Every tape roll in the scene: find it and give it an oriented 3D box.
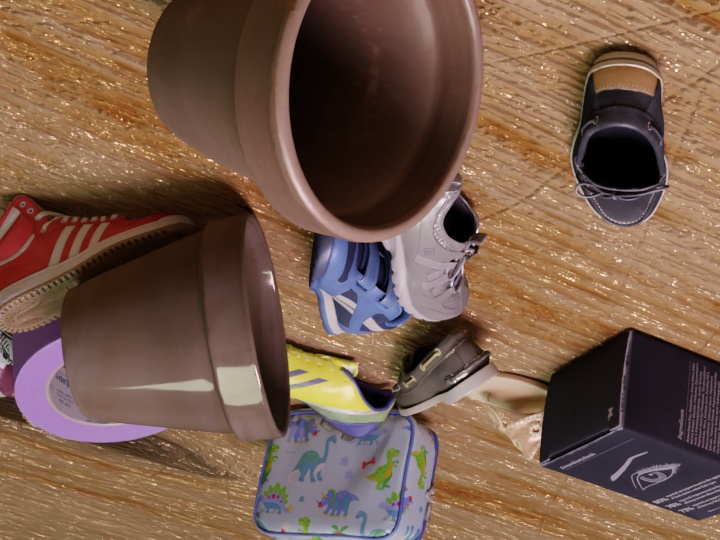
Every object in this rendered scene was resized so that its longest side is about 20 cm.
[{"bbox_3d":[-0.252,0.093,1.493,0.199,0.066,0.201,-9,141,-7],"label":"tape roll"}]

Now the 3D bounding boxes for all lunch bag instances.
[{"bbox_3d":[-0.014,0.233,1.649,0.199,0.161,0.082,-4,154,30],"label":"lunch bag"}]

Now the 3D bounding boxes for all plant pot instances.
[{"bbox_3d":[-0.044,-0.131,0.966,0.174,0.201,0.200,14,160,40],"label":"plant pot"},{"bbox_3d":[-0.163,0.060,1.287,0.173,0.201,0.200,-9,151,3],"label":"plant pot"}]

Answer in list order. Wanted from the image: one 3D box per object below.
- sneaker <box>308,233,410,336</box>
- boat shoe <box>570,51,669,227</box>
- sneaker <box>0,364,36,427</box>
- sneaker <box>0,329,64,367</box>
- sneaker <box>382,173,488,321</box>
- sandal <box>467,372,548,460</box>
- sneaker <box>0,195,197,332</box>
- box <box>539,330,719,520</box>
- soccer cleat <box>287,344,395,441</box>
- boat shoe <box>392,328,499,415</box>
[{"bbox_3d":[0.000,0.000,1.297,0.082,0.074,0.200,4,159,10],"label":"sneaker"},{"bbox_3d":[0.190,-0.080,1.078,0.074,0.062,0.200,4,153,10],"label":"boat shoe"},{"bbox_3d":[-0.357,0.123,1.676,0.090,0.075,0.200,-2,157,9],"label":"sneaker"},{"bbox_3d":[-0.401,0.059,1.561,0.115,0.075,0.200,-16,138,44],"label":"sneaker"},{"bbox_3d":[0.068,-0.016,1.228,0.082,0.075,0.200,3,151,19],"label":"sneaker"},{"bbox_3d":[0.193,0.167,1.536,0.211,0.070,0.078,17,152,-11],"label":"sandal"},{"bbox_3d":[-0.254,-0.031,1.353,0.199,0.113,0.071,-23,145,0],"label":"sneaker"},{"bbox_3d":[0.299,0.156,1.437,0.199,0.105,0.148,22,151,-18],"label":"box"},{"bbox_3d":[-0.049,0.109,1.551,0.200,0.065,0.084,34,116,-29],"label":"soccer cleat"},{"bbox_3d":[0.075,0.100,1.467,0.060,0.072,0.202,57,159,0],"label":"boat shoe"}]
